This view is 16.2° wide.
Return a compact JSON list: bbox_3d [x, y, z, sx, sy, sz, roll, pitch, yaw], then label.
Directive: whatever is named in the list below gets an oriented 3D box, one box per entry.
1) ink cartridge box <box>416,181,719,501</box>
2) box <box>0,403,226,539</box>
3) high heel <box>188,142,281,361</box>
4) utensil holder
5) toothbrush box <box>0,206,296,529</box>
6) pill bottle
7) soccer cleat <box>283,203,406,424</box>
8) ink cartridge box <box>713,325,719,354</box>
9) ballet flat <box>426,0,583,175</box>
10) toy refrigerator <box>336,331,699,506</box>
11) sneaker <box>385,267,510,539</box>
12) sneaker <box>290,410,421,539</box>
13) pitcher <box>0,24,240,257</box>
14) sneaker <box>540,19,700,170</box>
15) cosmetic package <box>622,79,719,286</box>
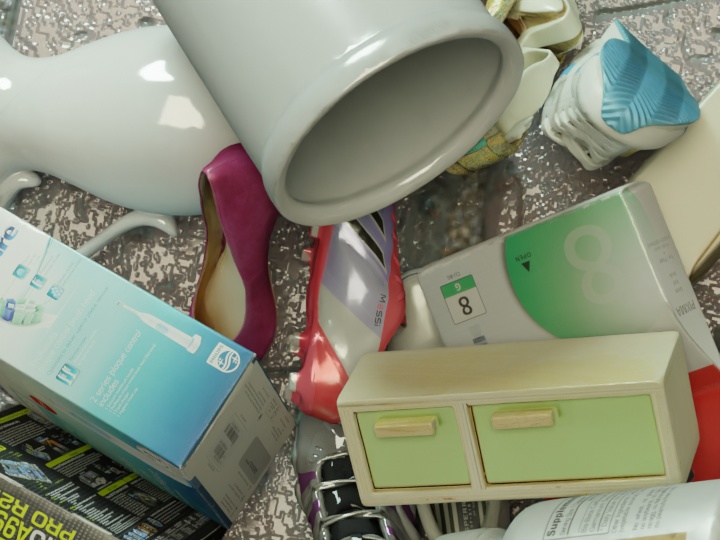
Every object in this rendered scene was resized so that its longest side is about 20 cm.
[{"bbox_3d":[0.140,0.064,1.545,0.161,0.050,0.200,-23,87,35],"label":"ink cartridge box"},{"bbox_3d":[-0.174,0.145,1.552,0.160,0.200,0.044,27,97,6],"label":"box"},{"bbox_3d":[-0.091,0.005,1.580,0.067,0.096,0.200,50,129,26],"label":"high heel"},{"bbox_3d":[-0.026,-0.156,1.500,0.170,0.170,0.200,-33,66,-1],"label":"utensil holder"},{"bbox_3d":[-0.153,0.060,1.554,0.200,0.146,0.085,30,77,17],"label":"toothbrush box"},{"bbox_3d":[0.139,0.186,1.461,0.200,0.114,0.114,-10,81,30],"label":"pill bottle"},{"bbox_3d":[0.000,0.000,1.606,0.076,0.067,0.200,10,77,-7],"label":"soccer cleat"},{"bbox_3d":[0.265,0.096,1.530,0.050,0.200,0.162,-12,82,-4],"label":"ink cartridge box"},{"bbox_3d":[0.104,-0.138,1.600,0.071,0.071,0.200,26,53,7],"label":"ballet flat"},{"bbox_3d":[0.094,0.091,1.506,0.200,0.070,0.076,-4,115,20],"label":"toy refrigerator"},{"bbox_3d":[0.060,0.093,1.609,0.073,0.071,0.200,-14,82,2],"label":"sneaker"},{"bbox_3d":[0.002,0.168,1.567,0.078,0.140,0.200,-19,82,3],"label":"sneaker"},{"bbox_3d":[-0.153,-0.074,1.633,0.200,0.121,0.172,3,104,14],"label":"pitcher"},{"bbox_3d":[0.156,-0.098,1.567,0.077,0.200,0.081,42,102,-2],"label":"sneaker"},{"bbox_3d":[0.229,-0.064,1.604,0.073,0.104,0.200,41,88,9],"label":"cosmetic package"}]
